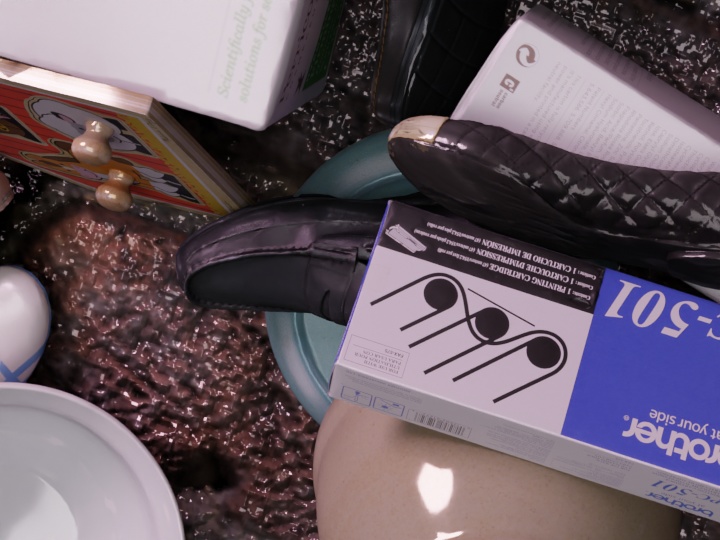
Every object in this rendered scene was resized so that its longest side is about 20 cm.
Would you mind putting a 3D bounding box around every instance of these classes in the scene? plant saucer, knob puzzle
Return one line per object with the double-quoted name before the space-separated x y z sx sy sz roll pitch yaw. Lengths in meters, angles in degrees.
"plant saucer" 0.042 0.020 1.073 0.199 0.027 0.201 2 102 9
"knob puzzle" -0.169 -0.066 1.007 0.219 0.220 0.031 17 79 6

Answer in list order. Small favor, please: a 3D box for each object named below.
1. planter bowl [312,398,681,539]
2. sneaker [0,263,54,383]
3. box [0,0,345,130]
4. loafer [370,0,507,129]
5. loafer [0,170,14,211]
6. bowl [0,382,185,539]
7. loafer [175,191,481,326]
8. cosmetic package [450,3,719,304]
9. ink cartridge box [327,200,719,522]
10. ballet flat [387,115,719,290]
"planter bowl" 0.070 0.147 1.004 0.199 0.135 0.201 2 126 3
"sneaker" -0.254 0.071 1.112 0.200 0.072 0.072 -38 92 14
"box" -0.099 -0.197 0.975 0.199 0.171 0.200 17 104 6
"loafer" 0.036 -0.166 1.003 0.072 0.073 0.201 12 80 29
"loafer" -0.265 0.004 1.104 0.200 0.072 0.063 -28 104 23
"bowl" -0.201 0.156 1.096 0.200 0.090 0.202 -1 95 -11
"loafer" 0.000 0.000 1.019 0.200 0.068 0.071 -5 57 9
"cosmetic package" 0.150 -0.053 1.001 0.200 0.102 0.074 34 106 3
"ink cartridge box" 0.093 0.043 0.943 0.199 0.044 0.094 18 64 2
"ballet flat" 0.110 -0.039 0.940 0.199 0.067 0.057 16 67 6
